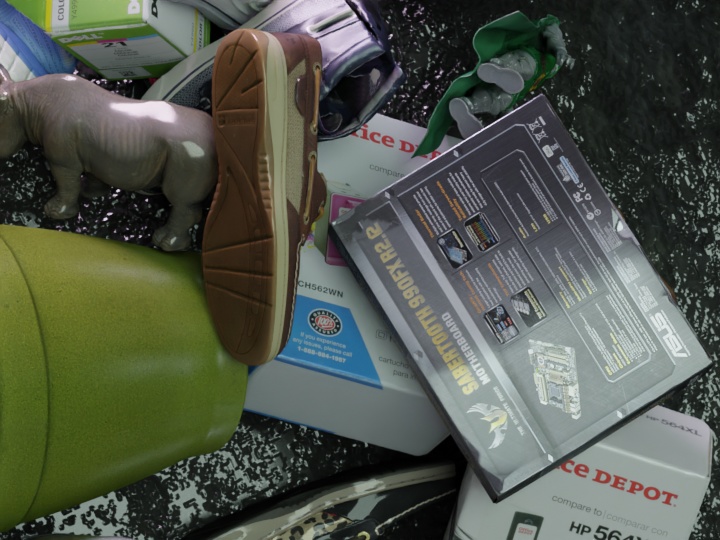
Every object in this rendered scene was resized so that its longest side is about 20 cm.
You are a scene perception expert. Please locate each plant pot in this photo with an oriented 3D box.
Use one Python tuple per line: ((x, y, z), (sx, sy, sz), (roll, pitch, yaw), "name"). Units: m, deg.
((-0.180, 0.059, 1.489), (0.192, 0.200, 0.202), (-5, 87, -33), "plant pot")

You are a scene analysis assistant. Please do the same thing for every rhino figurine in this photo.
((-0.169, -0.078, 1.495), (0.199, 0.060, 0.088), (15, 123, 7), "rhino figurine")

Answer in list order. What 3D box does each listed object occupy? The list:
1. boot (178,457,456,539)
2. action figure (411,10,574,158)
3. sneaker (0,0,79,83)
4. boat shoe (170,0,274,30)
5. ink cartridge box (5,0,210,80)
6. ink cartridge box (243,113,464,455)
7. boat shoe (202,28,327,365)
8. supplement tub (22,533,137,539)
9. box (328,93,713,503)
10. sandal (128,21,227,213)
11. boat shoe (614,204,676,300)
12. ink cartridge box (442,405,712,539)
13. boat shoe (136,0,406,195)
((-0.013, 0.215, 1.584), (0.199, 0.073, 0.151), (-19, 92, -21), "boot")
((0.102, -0.131, 1.612), (0.055, 0.200, 0.118), (42, 111, 4), "action figure")
((-0.255, -0.190, 1.539), (0.200, 0.078, 0.089), (45, 65, -20), "sneaker")
((-0.071, -0.191, 1.539), (0.066, 0.200, 0.074), (-4, 96, 18), "boat shoe")
((-0.161, -0.217, 1.494), (0.075, 0.200, 0.149), (-3, 77, 17), "ink cartridge box")
((0.000, 0.000, 1.569), (0.144, 0.085, 0.201), (16, 57, -19), "ink cartridge box")
((-0.048, -0.044, 1.455), (0.072, 0.072, 0.201), (-5, 96, -40), "boat shoe")
((-0.164, 0.232, 1.459), (0.144, 0.200, 0.146), (2, 84, -20), "supplement tub")
((0.097, 0.017, 1.486), (0.158, 0.048, 0.201), (-32, 82, -5), "box")
((-0.114, -0.139, 1.594), (0.075, 0.045, 0.201), (-1, 85, -20), "sandal")
((0.144, -0.025, 1.669), (0.068, 0.072, 0.200), (-47, 107, -23), "boat shoe")
((0.129, 0.179, 1.567), (0.145, 0.084, 0.201), (17, 112, 3), "ink cartridge box")
((-0.063, -0.101, 1.516), (0.200, 0.093, 0.075), (-41, 134, 9), "boat shoe")
